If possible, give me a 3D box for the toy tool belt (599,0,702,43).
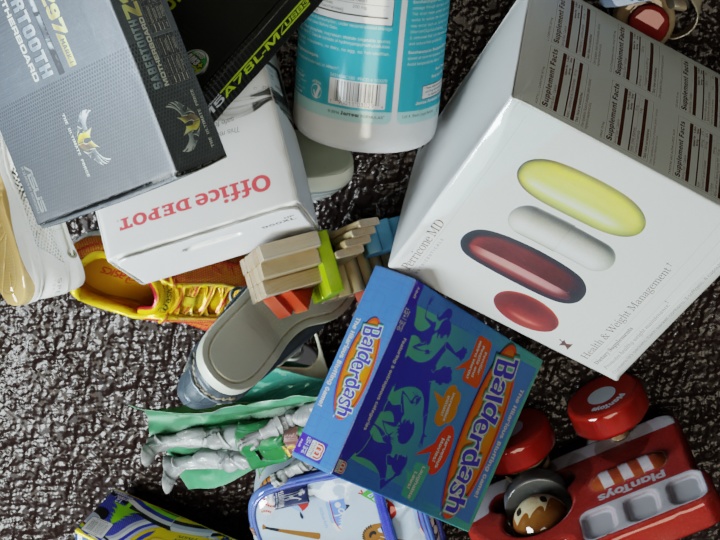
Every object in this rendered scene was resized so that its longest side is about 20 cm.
[{"bbox_3d":[0.193,-0.241,1.102,0.123,0.123,0.202,-12,111,5],"label":"toy tool belt"}]

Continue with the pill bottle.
[{"bbox_3d":[0.011,-0.195,1.127,0.109,0.111,0.202,5,111,-2],"label":"pill bottle"}]

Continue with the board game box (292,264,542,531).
[{"bbox_3d":[0.049,0.102,1.186,0.199,0.045,0.153,30,82,-51],"label":"board game box"}]

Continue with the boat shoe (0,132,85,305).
[{"bbox_3d":[-0.257,-0.073,1.180,0.069,0.071,0.202,-9,78,-35],"label":"boat shoe"}]

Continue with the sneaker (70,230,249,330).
[{"bbox_3d":[-0.138,0.021,1.229,0.198,0.077,0.074,7,111,-12],"label":"sneaker"}]

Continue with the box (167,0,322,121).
[{"bbox_3d":[-0.146,-0.195,1.079,0.200,0.048,0.193,41,89,21],"label":"box"}]

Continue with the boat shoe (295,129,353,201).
[{"bbox_3d":[-0.103,-0.063,1.210,0.198,0.070,0.072,-3,129,1],"label":"boat shoe"}]

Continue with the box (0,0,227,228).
[{"bbox_3d":[-0.182,-0.140,0.985,0.157,0.051,0.202,-14,100,44],"label":"box"}]

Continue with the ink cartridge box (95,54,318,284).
[{"bbox_3d":[-0.125,-0.108,1.125,0.143,0.084,0.202,-16,75,7],"label":"ink cartridge box"}]

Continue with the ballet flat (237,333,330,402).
[{"bbox_3d":[-0.026,0.086,1.265,0.198,0.067,0.071,6,97,-5],"label":"ballet flat"}]

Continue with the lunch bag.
[{"bbox_3d":[-0.002,0.227,1.308,0.158,0.076,0.202,-11,117,8],"label":"lunch bag"}]

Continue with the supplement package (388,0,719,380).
[{"bbox_3d":[0.157,-0.063,1.128,0.198,0.148,0.192,26,134,-10],"label":"supplement package"}]

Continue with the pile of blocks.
[{"bbox_3d":[0.000,0.000,1.166,0.082,0.199,0.063,-23,83,46],"label":"pile of blocks"}]

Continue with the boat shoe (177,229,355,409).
[{"bbox_3d":[-0.068,0.039,1.188,0.075,0.200,0.062,46,136,-7],"label":"boat shoe"}]

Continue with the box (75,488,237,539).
[{"bbox_3d":[-0.138,0.257,1.285,0.198,0.064,0.071,20,125,19],"label":"box"}]

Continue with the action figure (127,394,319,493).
[{"bbox_3d":[-0.072,0.134,1.231,0.198,0.055,0.118,-12,139,17],"label":"action figure"}]

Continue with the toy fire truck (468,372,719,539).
[{"bbox_3d":[0.180,0.182,1.244,0.198,0.168,0.113,-22,110,9],"label":"toy fire truck"}]
